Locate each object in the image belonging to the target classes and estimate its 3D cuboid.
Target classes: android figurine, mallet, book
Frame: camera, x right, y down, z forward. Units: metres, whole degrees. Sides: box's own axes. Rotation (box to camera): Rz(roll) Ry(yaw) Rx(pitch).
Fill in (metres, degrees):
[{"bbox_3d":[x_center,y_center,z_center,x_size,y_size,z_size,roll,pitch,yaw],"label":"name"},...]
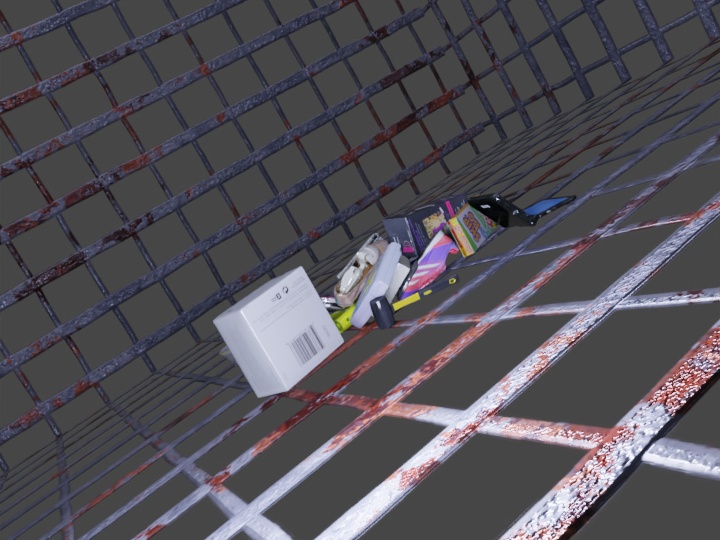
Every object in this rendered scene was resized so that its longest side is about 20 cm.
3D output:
[{"bbox_3d":[-0.058,0.125,1.807,0.199,0.041,0.181,-37,9,-27],"label":"android figurine"},{"bbox_3d":[0.111,0.047,1.518,0.198,0.067,0.041,-32,11,-4],"label":"mallet"},{"bbox_3d":[0.069,0.034,1.712,0.135,0.048,0.200,-61,3,8],"label":"book"}]

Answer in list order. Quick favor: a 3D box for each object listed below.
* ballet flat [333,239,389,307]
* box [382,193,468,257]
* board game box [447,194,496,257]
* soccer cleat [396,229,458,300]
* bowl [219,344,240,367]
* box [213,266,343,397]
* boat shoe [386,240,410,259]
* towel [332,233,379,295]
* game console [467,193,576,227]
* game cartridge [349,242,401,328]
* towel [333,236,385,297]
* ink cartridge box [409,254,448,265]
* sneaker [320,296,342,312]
[{"bbox_3d":[0.002,-0.003,1.737,0.067,0.067,0.202,22,71,31],"label":"ballet flat"},{"bbox_3d":[0.176,-0.112,1.847,0.197,0.108,0.122,-22,10,-26],"label":"box"},{"bbox_3d":[0.274,-0.111,1.782,0.030,0.097,0.200,-23,11,38],"label":"board game box"},{"bbox_3d":[0.156,-0.001,1.691,0.201,0.073,0.068,-54,0,-22],"label":"soccer cleat"},{"bbox_3d":[-0.262,0.202,1.917,0.199,0.095,0.201,-31,7,4],"label":"bowl"},{"bbox_3d":[-0.176,0.134,1.589,0.130,0.202,0.198,-21,12,48],"label":"box"},{"bbox_3d":[0.127,-0.055,1.966,0.198,0.068,0.056,-8,-4,-43],"label":"boat shoe"},{"bbox_3d":[-0.015,-0.002,2.051,0.201,0.034,0.193,-54,-8,-12],"label":"towel"},{"bbox_3d":[0.370,-0.166,1.700,0.118,0.174,0.200,-59,9,-3],"label":"game console"},{"bbox_3d":[0.031,0.041,1.616,0.201,0.040,0.135,120,171,-53],"label":"game cartridge"},{"bbox_3d":[0.000,0.000,1.864,0.200,0.024,0.147,-47,14,8],"label":"towel"},{"bbox_3d":[0.127,-0.001,1.890,0.198,0.040,0.099,-32,8,-16],"label":"ink cartridge box"},{"bbox_3d":[-0.132,0.118,1.780,0.196,0.089,0.074,-13,-7,2],"label":"sneaker"}]
